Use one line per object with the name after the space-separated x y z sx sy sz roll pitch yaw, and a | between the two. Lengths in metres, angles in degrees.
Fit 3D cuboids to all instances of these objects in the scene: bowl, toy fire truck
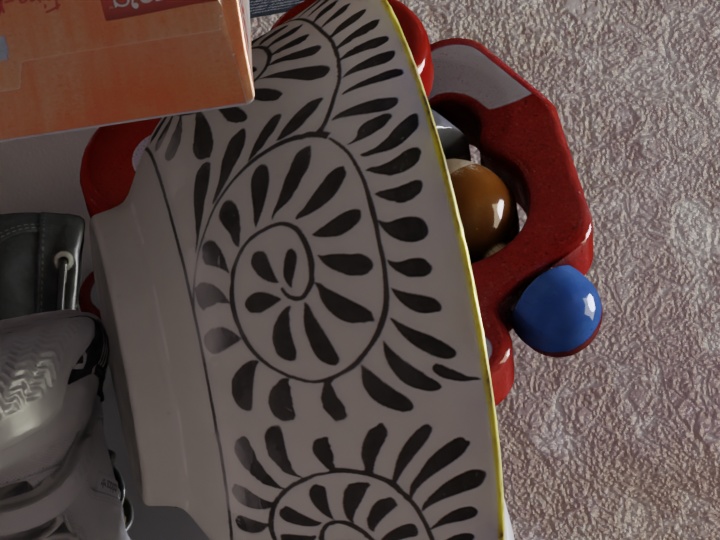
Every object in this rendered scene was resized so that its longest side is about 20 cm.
-0.027 0.017 0.814 0.201 0.094 0.202 170 -90 -81 | bowl
0.000 0.000 1.020 0.168 0.200 0.112 44 -23 33 | toy fire truck

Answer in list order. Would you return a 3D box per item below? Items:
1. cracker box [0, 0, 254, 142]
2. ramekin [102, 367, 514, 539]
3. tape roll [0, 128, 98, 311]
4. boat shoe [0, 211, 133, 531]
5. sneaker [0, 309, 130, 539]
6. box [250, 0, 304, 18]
-0.097 -0.085 0.693 0.200 0.133 0.058 -100 -179 -69 | cracker box
-0.044 0.100 1.089 0.201 0.199 0.105 -98 172 -45 | ramekin
-0.129 -0.073 1.140 0.202 0.071 0.203 -8 90 -90 | tape roll
-0.113 0.076 0.986 0.069 0.056 0.201 -102 -177 -83 | boat shoe
-0.103 0.074 0.831 0.200 0.075 0.115 -166 -115 -86 | sneaker
-0.004 -0.207 1.108 0.107 0.200 0.149 -18 84 -53 | box
